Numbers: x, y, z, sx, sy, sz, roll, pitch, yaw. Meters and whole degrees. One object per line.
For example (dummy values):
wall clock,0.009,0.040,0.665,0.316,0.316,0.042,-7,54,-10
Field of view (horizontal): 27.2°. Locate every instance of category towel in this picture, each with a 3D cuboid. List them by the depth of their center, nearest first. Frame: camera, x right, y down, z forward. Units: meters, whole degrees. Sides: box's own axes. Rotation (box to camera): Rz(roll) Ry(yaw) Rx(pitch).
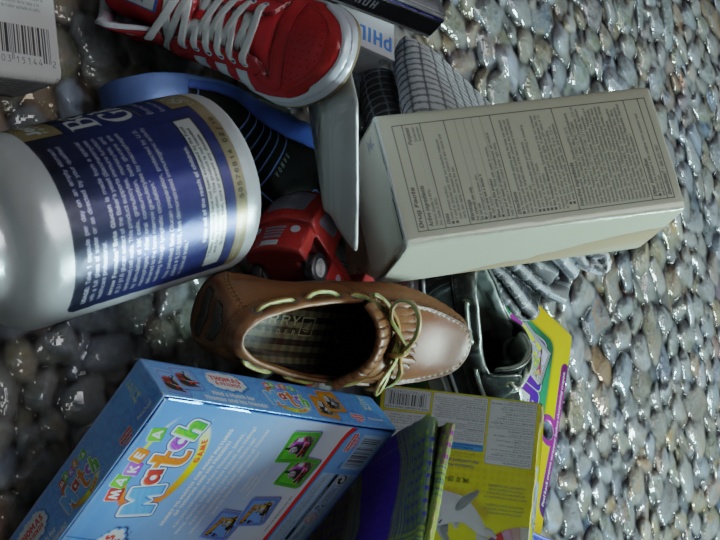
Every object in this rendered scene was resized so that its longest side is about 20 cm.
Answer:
towel,-0.002,0.178,0.955,0.023,0.200,0.144,21,65,-16
towel,0.087,-0.069,1.135,0.200,0.086,0.166,39,18,-21

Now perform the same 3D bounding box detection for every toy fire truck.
toy fire truck,0.000,0.000,1.042,0.200,0.049,0.141,58,40,-40

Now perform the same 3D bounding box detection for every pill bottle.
pill bottle,-0.165,-0.030,0.846,0.200,0.111,0.112,-19,96,-39

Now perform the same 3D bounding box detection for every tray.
tray,-0.021,-0.111,0.983,0.200,0.022,0.108,-100,-173,-54

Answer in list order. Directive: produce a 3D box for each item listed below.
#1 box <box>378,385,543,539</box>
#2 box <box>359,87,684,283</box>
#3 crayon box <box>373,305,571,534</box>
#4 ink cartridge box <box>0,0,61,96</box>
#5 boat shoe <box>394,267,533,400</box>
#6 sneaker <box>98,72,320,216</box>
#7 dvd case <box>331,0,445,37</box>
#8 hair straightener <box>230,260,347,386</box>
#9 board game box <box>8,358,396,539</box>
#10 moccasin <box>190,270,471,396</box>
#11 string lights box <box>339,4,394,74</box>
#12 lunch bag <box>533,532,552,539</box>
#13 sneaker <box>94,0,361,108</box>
box,0.059,0.186,1.020,0.048,0.117,0.201,81,17,-73
box,0.101,-0.056,0.988,0.199,0.078,0.095,-7,72,-17
crayon box,0.089,0.100,1.184,0.172,0.058,0.201,40,52,-37
ink cartridge box,-0.262,-0.196,0.830,0.200,0.045,0.177,2,80,-52
boat shoe,0.089,0.066,1.071,0.200,0.071,0.072,58,41,-41
sneaker,-0.091,-0.073,0.994,0.200,0.070,0.078,14,65,-49
dvd case,-0.042,-0.243,1.004,0.199,0.025,0.151,16,43,-36
hair straightener,-0.041,0.036,1.051,0.200,0.041,0.077,-44,116,-47
board game box,-0.091,0.130,0.891,0.200,0.151,0.037,15,29,-50
moccasin,-0.006,0.040,0.925,0.201,0.078,0.074,16,100,-41
string lights box,-0.028,-0.259,1.126,0.103,0.059,0.201,14,70,-48
lunch bag,0.117,0.289,1.119,0.200,0.123,0.171,35,60,-43
sneaker,-0.092,-0.159,0.928,0.112,0.200,0.071,22,90,-40
